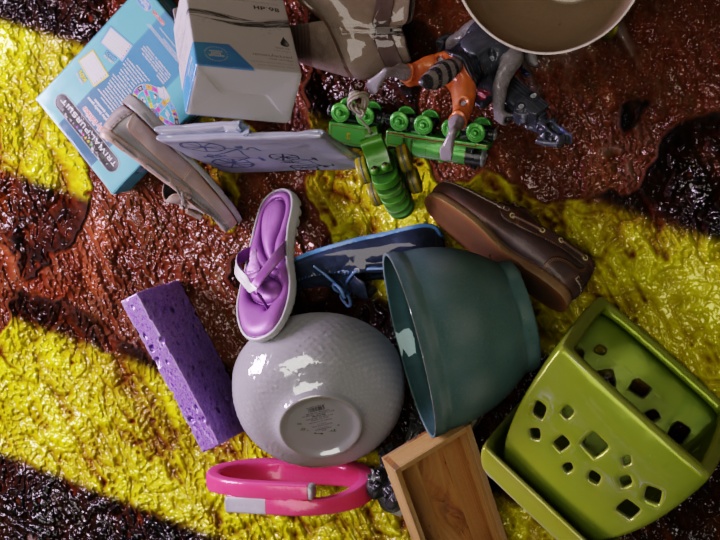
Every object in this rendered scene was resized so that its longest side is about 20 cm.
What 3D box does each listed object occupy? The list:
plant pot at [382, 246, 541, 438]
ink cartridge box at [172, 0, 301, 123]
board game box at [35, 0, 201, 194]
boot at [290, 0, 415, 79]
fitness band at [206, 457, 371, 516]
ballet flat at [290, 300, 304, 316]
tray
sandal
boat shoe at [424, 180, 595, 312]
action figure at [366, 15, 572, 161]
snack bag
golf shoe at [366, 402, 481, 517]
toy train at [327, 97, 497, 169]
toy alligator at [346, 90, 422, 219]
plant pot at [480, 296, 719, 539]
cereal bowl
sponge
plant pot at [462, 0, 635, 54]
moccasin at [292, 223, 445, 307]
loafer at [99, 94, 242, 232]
[{"bbox_3d":[0.113,0.063,1.516,0.133,0.200,0.203,-14,94,-6],"label":"plant pot"},{"bbox_3d":[-0.138,-0.250,1.543,0.114,0.201,0.067,3,132,-17],"label":"ink cartridge box"},{"bbox_3d":[-0.265,-0.214,1.685,0.200,0.047,0.151,-41,85,19],"label":"board game box"},{"bbox_3d":[-0.012,-0.313,1.583,0.144,0.070,0.203,-2,99,12],"label":"boot"},{"bbox_3d":[-0.082,0.245,1.641,0.198,0.143,0.038,1,97,18],"label":"fitness band"},{"bbox_3d":[-0.078,0.088,1.657,0.073,0.073,0.201,-33,87,20],"label":"ballet flat"},{"bbox_3d":[0.099,0.266,1.577,0.098,0.037,0.202,-29,120,-17],"label":"tray"},{"bbox_3d":[-0.113,-0.011,1.605,0.082,0.050,0.204,-23,47,31],"label":"sandal"},{"bbox_3d":[0.164,-0.038,1.565,0.199,0.070,0.070,37,70,6],"label":"boat shoe"},{"bbox_3d":[0.133,-0.199,1.490,0.199,0.193,0.105,36,148,23],"label":"action figure"},{"bbox_3d":[-0.101,-0.136,1.571,0.198,0.188,0.022,0,82,18],"label":"snack bag"},{"bbox_3d":[0.092,0.195,1.623,0.200,0.095,0.078,-48,47,-3],"label":"golf shoe"},{"bbox_3d":[0.055,-0.152,1.594,0.198,0.042,0.057,11,111,16],"label":"toy train"},{"bbox_3d":[0.025,-0.110,1.536,0.059,0.201,0.055,-16,53,10],"label":"toy alligator"},{"bbox_3d":[0.251,0.176,1.500,0.199,0.200,0.182,42,114,7],"label":"plant pot"},{"bbox_3d":[-0.046,0.149,1.599,0.197,0.084,0.202,-1,127,-2],"label":"cereal bowl"},{"bbox_3d":[-0.200,0.111,1.678,0.030,0.111,0.202,-29,88,18],"label":"sponge"},{"bbox_3d":[0.205,-0.326,1.467,0.198,0.134,0.203,3,100,17],"label":"plant pot"},{"bbox_3d":[0.000,0.000,1.610,0.198,0.080,0.069,-15,82,21],"label":"moccasin"},{"bbox_3d":[-0.219,-0.111,1.637,0.063,0.072,0.200,-45,116,-10],"label":"loafer"}]
